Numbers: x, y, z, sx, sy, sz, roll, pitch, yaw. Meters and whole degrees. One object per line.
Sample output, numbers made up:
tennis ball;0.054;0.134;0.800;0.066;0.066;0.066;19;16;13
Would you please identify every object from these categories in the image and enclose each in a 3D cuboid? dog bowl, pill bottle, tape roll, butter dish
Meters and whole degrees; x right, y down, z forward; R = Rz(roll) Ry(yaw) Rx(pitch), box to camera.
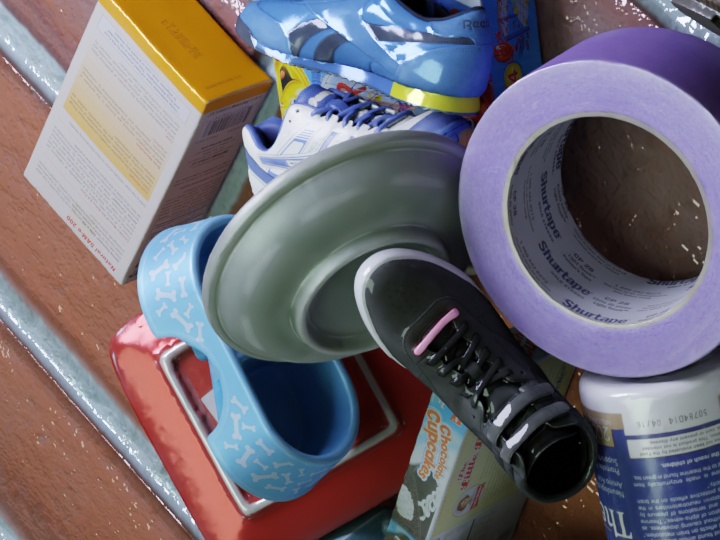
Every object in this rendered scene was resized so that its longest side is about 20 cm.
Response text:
dog bowl;-0.069;0.053;1.619;0.049;0.111;0.201;-28;88;42
pill bottle;0.208;0.152;1.539;0.111;0.111;0.201;0;107;44
tape roll;0.166;-0.042;1.486;0.199;0.085;0.201;11;114;26
butter dish;-0.051;0.086;1.750;0.199;0.148;0.201;-30;88;3

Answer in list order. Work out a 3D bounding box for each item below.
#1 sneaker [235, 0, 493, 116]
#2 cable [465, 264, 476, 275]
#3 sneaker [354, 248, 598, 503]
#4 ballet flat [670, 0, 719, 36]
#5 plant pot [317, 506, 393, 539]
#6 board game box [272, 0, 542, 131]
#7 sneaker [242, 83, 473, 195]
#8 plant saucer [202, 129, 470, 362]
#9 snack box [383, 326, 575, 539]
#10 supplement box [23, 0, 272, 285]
sneaker;0.005;-0.159;1.561;0.199;0.066;0.079;20;109;37
cable;0.000;0.001;1.622;0.050;0.199;0.098;29;102;44
sneaker;0.079;0.066;1.491;0.200;0.071;0.099;46;179;-28
ballet flat;0.260;-0.137;1.395;0.200;0.067;0.047;33;92;45
plant pot;-0.020;0.281;1.751;0.196;0.196;0.200;49;133;11
board game box;0.029;-0.138;1.627;0.199;0.056;0.197;7;112;42
sneaker;-0.012;-0.083;1.596;0.199;0.075;0.089;-19;94;46
plant saucer;0.000;0.000;1.529;0.050;0.199;0.201;59;140;36
snack box;0.079;0.129;1.652;0.037;0.116;0.201;38;130;27
supplement box;-0.161;-0.105;1.812;0.126;0.073;0.200;47;134;18
